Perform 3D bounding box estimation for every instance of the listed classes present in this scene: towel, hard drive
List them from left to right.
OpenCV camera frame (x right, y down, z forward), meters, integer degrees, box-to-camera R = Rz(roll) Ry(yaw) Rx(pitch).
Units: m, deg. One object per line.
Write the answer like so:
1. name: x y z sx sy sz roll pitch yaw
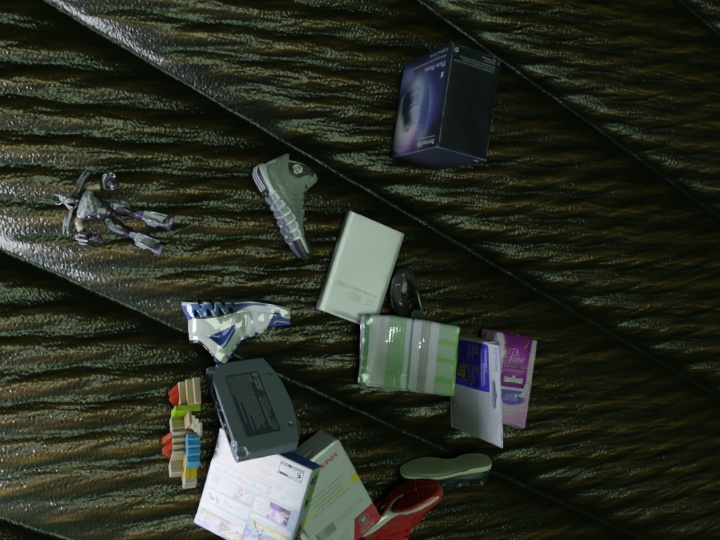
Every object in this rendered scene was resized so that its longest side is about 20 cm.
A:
1. hard drive: 0.000 0.000 1.531 0.130 0.027 0.204 21 84 -23
2. towel: 0.092 0.167 1.500 0.196 0.031 0.152 6 105 13

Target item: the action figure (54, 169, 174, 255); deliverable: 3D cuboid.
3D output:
1. action figure: -0.426 -0.097 1.319 0.197 0.069 0.132 21 88 -20

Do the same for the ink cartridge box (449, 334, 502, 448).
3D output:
1. ink cartridge box: 0.243 0.238 1.551 0.043 0.199 0.203 -3 93 -22

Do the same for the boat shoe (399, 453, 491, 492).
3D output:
1. boat shoe: 0.177 0.429 1.596 0.195 0.075 0.067 -6 112 -16

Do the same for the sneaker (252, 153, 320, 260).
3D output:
1. sneaker: -0.111 -0.130 1.454 0.115 0.075 0.203 -32 103 -22

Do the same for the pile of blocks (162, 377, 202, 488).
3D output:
1. pile of blocks: -0.320 0.292 1.367 0.061 0.082 0.205 0 92 -24

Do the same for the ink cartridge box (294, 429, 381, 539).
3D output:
1. ink cartridge box: -0.071 0.432 1.469 0.144 0.083 0.203 -33 109 -23

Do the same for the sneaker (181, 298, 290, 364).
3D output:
1. sneaker: -0.231 0.112 1.411 0.195 0.080 0.118 1 95 -17

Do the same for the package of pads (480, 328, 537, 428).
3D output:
1. package of pads: 0.307 0.233 1.647 0.118 0.075 0.204 11 87 -26

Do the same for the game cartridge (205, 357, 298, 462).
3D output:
1. game cartridge: -0.190 0.246 1.377 0.131 0.201 0.041 -7 136 -26

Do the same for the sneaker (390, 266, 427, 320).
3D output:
1. sneaker: 0.105 0.094 1.545 0.065 0.090 0.205 -3 92 -24

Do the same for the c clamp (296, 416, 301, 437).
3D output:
1. c clamp: -0.197 0.332 1.457 0.168 0.027 0.204 13 85 -29

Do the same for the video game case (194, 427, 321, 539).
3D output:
1. video game case: -0.185 0.401 1.371 0.197 0.045 0.185 18 93 21

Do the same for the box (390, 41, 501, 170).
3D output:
1. box: 0.162 -0.314 1.500 0.121 0.199 0.203 9 88 -24

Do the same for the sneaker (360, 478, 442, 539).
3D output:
1. sneaker: 0.092 0.505 1.547 0.197 0.079 0.117 -26 115 11
